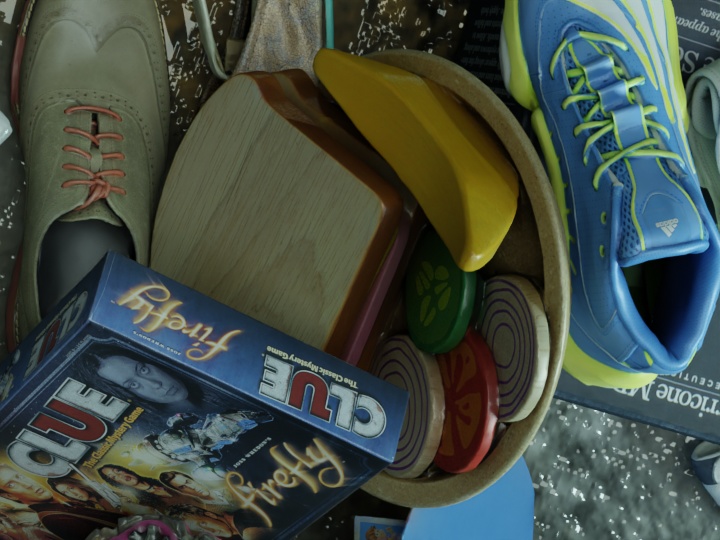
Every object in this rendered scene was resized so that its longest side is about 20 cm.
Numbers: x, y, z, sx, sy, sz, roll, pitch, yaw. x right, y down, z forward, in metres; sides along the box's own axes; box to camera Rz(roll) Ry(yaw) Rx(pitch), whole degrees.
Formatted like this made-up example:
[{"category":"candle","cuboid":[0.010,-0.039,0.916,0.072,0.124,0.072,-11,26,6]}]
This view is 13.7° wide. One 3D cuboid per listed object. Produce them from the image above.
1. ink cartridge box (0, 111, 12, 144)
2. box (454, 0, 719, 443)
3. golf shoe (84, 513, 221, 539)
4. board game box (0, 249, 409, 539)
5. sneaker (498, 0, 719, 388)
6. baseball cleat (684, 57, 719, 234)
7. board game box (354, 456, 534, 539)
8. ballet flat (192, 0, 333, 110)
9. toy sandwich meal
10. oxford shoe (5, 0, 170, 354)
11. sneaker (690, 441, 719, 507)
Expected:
[{"category":"ink cartridge box","cuboid":[-0.260,-0.043,1.206,0.200,0.083,0.147,-46,106,-9]},{"category":"box","cuboid":[0.114,-0.042,1.301,0.148,0.107,0.201,16,91,-18]},{"category":"golf shoe","cuboid":[-0.016,0.151,1.208,0.199,0.092,0.073,21,82,16]},{"category":"board game box","cuboid":[-0.087,0.073,1.216,0.135,0.200,0.035,26,55,-17]},{"category":"sneaker","cuboid":[0.109,-0.050,1.179,0.075,0.105,0.201,-11,100,-18]},{"category":"baseball cleat","cuboid":[0.194,-0.094,1.221,0.106,0.070,0.201,16,89,-18]},{"category":"board game box","cuboid":[0.029,0.164,1.305,0.039,0.158,0.201,5,98,23]},{"category":"ballet flat","cuboid":[-0.040,-0.155,1.274,0.067,0.068,0.201,3,93,-9]},{"category":"toy sandwich meal","cuboid":[0.000,0.000,1.207,0.070,0.204,0.207,-6,97,-41]},{"category":"oxford shoe","cuboid":[-0.109,-0.045,1.256,0.070,0.075,0.201,0,94,-14]},{"category":"sneaker","cuboid":[0.233,0.040,1.370,0.071,0.073,0.200,44,82,-19]}]
